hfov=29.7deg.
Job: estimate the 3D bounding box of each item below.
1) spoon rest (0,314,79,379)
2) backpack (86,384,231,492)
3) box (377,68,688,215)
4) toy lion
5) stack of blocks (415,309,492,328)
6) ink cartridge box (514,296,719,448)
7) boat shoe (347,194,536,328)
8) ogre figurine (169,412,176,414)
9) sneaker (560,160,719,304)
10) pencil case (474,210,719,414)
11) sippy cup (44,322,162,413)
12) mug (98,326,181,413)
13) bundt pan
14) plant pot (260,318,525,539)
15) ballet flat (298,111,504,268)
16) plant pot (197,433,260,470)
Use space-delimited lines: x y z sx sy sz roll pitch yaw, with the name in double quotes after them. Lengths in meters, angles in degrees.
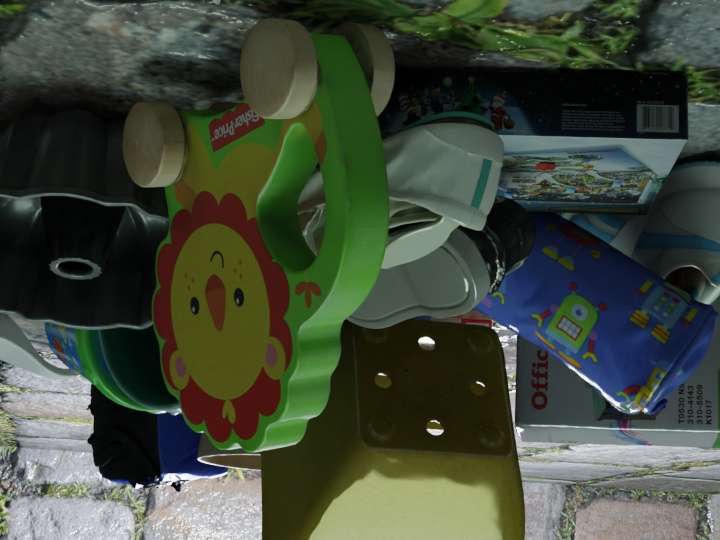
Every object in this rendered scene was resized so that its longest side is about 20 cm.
-0.358 0.079 1.436 0.198 0.062 0.099 10 165 -30 "spoon rest"
-0.233 0.185 1.634 0.166 0.165 0.199 8 165 -37 "backpack"
0.075 -0.071 0.773 0.197 0.038 0.137 2 166 3 "box"
-0.052 -0.007 0.696 0.068 0.195 0.199 -4 170 -38 "toy lion"
0.019 0.074 1.226 0.197 0.117 0.059 3 167 2 "stack of blocks"
0.218 0.058 1.052 0.197 0.147 0.084 0 166 10 "ink cartridge box"
0.028 -0.013 0.808 0.060 0.075 0.199 -32 -169 -26 "boat shoe"
-0.129 0.089 1.298 0.198 0.121 0.099 18 126 -24 "ogre figurine"
0.192 -0.012 0.905 0.075 0.082 0.200 6 168 -21 "sneaker"
0.122 0.014 0.853 0.199 0.088 0.078 32 -163 18 "pencil case"
-0.196 0.043 1.130 0.139 0.180 0.130 -33 -161 -30 "sippy cup"
-0.084 0.025 0.957 0.183 0.154 0.114 -9 166 38 "mug"
-0.174 -0.034 0.848 0.199 0.077 0.202 1 155 0 "bundt pan"
0.032 0.140 1.042 0.191 0.197 0.201 6 139 -11 "plant pot"
-0.001 -0.031 0.731 0.069 0.071 0.199 12 164 -36 "ballet flat"
-0.077 0.148 1.509 0.197 0.137 0.200 3 167 1 "plant pot"
